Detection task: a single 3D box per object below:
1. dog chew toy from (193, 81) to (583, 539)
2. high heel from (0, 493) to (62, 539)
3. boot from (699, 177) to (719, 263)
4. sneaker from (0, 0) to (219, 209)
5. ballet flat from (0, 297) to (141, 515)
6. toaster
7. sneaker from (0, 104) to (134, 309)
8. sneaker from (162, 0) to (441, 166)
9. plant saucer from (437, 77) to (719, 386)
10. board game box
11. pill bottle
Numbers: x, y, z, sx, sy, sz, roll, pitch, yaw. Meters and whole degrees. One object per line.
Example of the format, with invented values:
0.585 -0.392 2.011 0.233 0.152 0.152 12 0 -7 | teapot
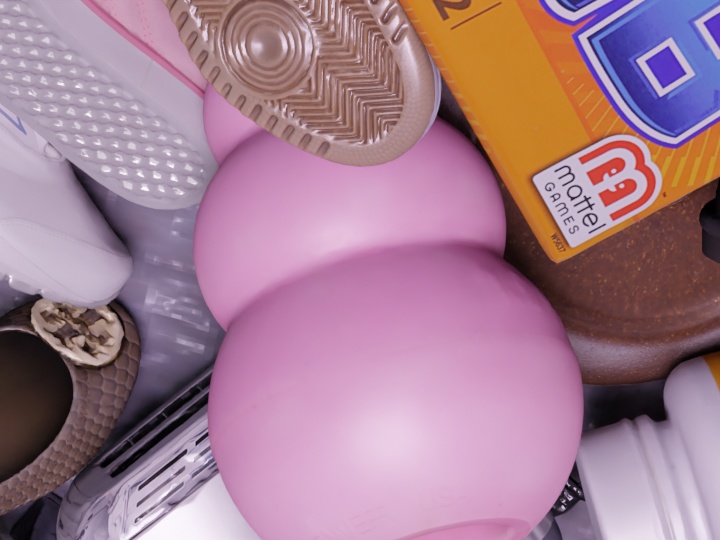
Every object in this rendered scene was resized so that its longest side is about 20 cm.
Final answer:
0.000 0.000 0.797 0.124 0.125 0.201 -18 70 10 | dog chew toy
-0.199 0.084 0.897 0.199 0.143 0.072 32 110 -6 | high heel
0.189 -0.098 0.812 0.210 0.079 0.159 -25 113 -32 | boot
-0.111 -0.120 0.839 0.075 0.105 0.200 -20 129 40 | sneaker
-0.151 0.065 0.872 0.067 0.200 0.046 35 141 19 | ballet flat
-0.019 0.095 0.893 0.200 0.114 0.129 -38 99 -8 | toaster
-0.148 -0.071 0.886 0.087 0.075 0.200 -39 103 4 | sneaker
-0.037 -0.121 0.778 0.200 0.108 0.070 45 114 6 | sneaker
0.103 -0.047 0.865 0.199 0.037 0.202 -3 108 -9 | plant saucer
0.078 -0.171 0.700 0.199 0.200 0.200 -29 127 7 | board game box
0.183 0.072 0.873 0.199 0.109 0.110 -15 106 2 | pill bottle
